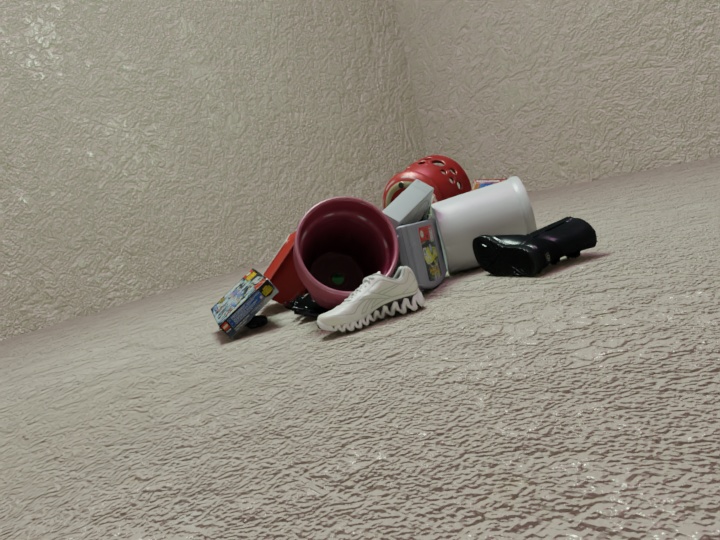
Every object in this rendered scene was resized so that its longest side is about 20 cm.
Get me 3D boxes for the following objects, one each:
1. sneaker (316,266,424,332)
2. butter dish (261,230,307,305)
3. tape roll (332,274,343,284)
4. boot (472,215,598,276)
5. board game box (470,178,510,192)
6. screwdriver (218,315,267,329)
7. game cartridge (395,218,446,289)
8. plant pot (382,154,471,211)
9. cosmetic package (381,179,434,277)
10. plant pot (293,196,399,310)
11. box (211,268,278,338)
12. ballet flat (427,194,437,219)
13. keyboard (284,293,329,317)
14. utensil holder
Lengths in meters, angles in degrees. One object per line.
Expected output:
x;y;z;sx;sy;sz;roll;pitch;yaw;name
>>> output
0.012;0.050;1.077;0.196;0.083;0.075;-18;9;-19;sneaker
-0.158;0.012;1.550;0.202;0.147;0.200;-55;9;7;butter dish
0.000;0.000;1.503;0.196;0.049;0.201;-12;18;4;tape roll
0.335;-0.049;1.206;0.165;0.078;0.199;-21;15;-23;boot
0.296;-0.127;1.476;0.100;0.203;0.020;-4;42;-12;board game box
-0.267;0.118;1.368;0.197;0.029;0.029;-11;-22;44;screwdriver
0.128;-0.032;1.264;0.040;0.136;0.199;-7;6;24;game cartridge
0.168;-0.180;1.617;0.197;0.204;0.182;-9;16;37;plant pot
0.085;-0.073;1.343;0.051;0.203;0.151;30;47;20;cosmetic package
-0.038;-0.012;1.213;0.196;0.203;0.180;-16;-20;-17;plant pot
-0.255;0.066;1.350;0.137;0.040;0.200;-44;17;-10;box
0.163;-0.090;1.492;0.062;0.204;0.076;6;26;-14;ballet flat
-0.101;0.080;1.342;0.102;0.041;0.200;11;9;7;keyboard
0.268;-0.095;1.372;0.196;0.174;0.170;-16;6;5;utensil holder
